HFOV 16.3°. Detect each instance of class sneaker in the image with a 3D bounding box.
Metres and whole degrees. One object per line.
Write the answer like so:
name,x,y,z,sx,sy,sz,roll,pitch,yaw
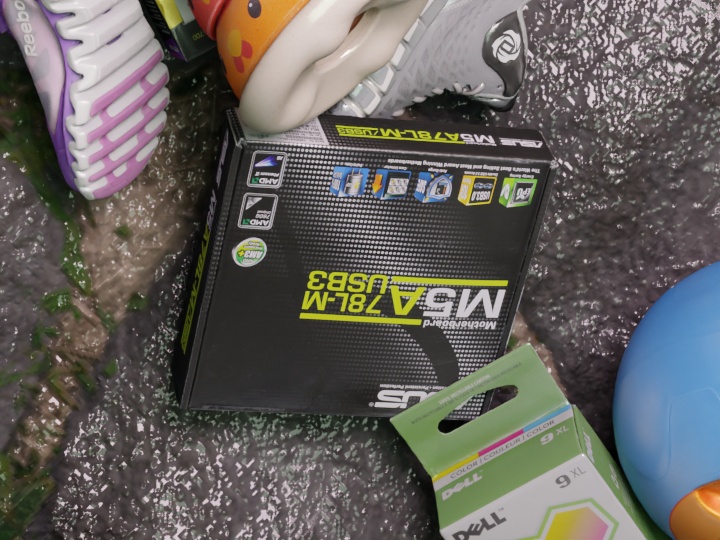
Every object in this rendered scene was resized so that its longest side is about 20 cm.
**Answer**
sneaker,-0.172,-0.138,1.461,0.080,0.088,0.201,-39,133,-42
sneaker,0.035,-0.106,1.515,0.115,0.075,0.200,30,110,-32

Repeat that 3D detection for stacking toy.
stacking toy,-0.067,-0.188,1.406,0.146,0.146,0.200,-43,78,-7

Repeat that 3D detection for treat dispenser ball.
treat dispenser ball,0.256,0.088,1.549,0.200,0.201,0.202,-2,98,-16

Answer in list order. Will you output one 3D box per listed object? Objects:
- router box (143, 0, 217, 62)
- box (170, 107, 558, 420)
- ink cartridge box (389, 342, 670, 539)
router box,-0.055,-0.236,1.489,0.200,0.051,0.149,-30,107,-11
box,0.000,0.000,1.504,0.199,0.048,0.194,4,121,-18
ink cartridge box,0.114,0.153,1.556,0.104,0.059,0.200,-29,117,14
